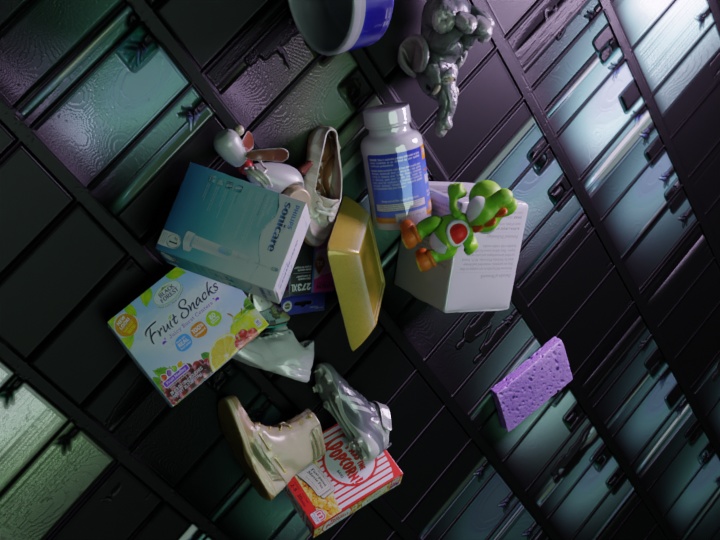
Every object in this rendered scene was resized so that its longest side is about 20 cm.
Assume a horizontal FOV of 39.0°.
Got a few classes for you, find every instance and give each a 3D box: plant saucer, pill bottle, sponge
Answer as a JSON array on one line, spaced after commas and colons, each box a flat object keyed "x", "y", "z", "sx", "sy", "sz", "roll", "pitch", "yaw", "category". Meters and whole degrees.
[{"x": 0.000, "y": 0.000, "z": 1.748, "sx": 0.047, "sy": 0.201, "sz": 0.203, "roll": -7, "pitch": 119, "yaw": 12, "category": "plant saucer"}, {"x": 0.059, "y": -0.181, "z": 1.760, "sx": 0.110, "sy": 0.111, "sz": 0.204, "roll": -18, "pitch": 109, "yaw": -28, "category": "pill bottle"}, {"x": 0.370, "y": 0.245, "z": 2.192, "sx": 0.199, "sy": 0.030, "sz": 0.113, "roll": -35, "pitch": 123, "yaw": -19, "category": "sponge"}]

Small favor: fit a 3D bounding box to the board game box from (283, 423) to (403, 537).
[{"x": -0.044, "y": 0.372, "z": 1.873, "sx": 0.198, "sy": 0.152, "sz": 0.047, "roll": -27, "pitch": 150, "yaw": -25, "category": "board game box"}]

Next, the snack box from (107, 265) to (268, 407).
[{"x": -0.274, "y": 0.087, "z": 1.615, "sx": 0.199, "sy": 0.068, "sz": 0.170, "roll": -39, "pitch": 91, "yaw": -18, "category": "snack box"}]

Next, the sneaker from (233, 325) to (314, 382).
[{"x": -0.158, "y": 0.129, "z": 1.765, "sx": 0.198, "sy": 0.074, "sz": 0.090, "roll": 24, "pitch": 81, "yaw": -44, "category": "sneaker"}]

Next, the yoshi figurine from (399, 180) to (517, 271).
[{"x": 0.169, "y": -0.086, "z": 1.711, "sx": 0.197, "sy": 0.114, "sz": 0.112, "roll": -27, "pitch": 156, "yaw": 15, "category": "yoshi figurine"}]

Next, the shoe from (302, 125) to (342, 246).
[{"x": -0.066, "y": -0.142, "z": 1.702, "sx": 0.069, "sy": 0.053, "sz": 0.205, "roll": 4, "pitch": 91, "yaw": -32, "category": "shoe"}]

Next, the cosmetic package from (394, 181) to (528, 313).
[{"x": 0.182, "y": -0.046, "z": 1.868, "sx": 0.162, "sy": 0.164, "sz": 0.204, "roll": -2, "pitch": 109, "yaw": -34, "category": "cosmetic package"}]

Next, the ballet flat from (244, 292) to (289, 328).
[{"x": -0.207, "y": 0.070, "z": 1.706, "sx": 0.197, "sy": 0.069, "sz": 0.073, "roll": -9, "pitch": 104, "yaw": -29, "category": "ballet flat"}]

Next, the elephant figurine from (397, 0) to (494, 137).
[{"x": 0.133, "y": -0.365, "z": 1.749, "sx": 0.139, "sy": 0.156, "sz": 0.202, "roll": 25, "pitch": 123, "yaw": -5, "category": "elephant figurine"}]

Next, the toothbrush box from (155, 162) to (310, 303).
[{"x": -0.192, "y": -0.057, "z": 1.563, "sx": 0.085, "sy": 0.196, "sz": 0.149, "roll": 80, "pitch": 29, "yaw": -75, "category": "toothbrush box"}]

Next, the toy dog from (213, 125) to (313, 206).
[{"x": -0.141, "y": -0.172, "z": 1.627, "sx": 0.097, "sy": 0.131, "sz": 0.200, "roll": -53, "pitch": 153, "yaw": -6, "category": "toy dog"}]

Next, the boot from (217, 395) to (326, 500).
[{"x": -0.154, "y": 0.281, "z": 1.805, "sx": 0.154, "sy": 0.072, "sz": 0.203, "roll": -33, "pitch": 102, "yaw": -30, "category": "boot"}]

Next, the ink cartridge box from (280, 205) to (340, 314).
[{"x": -0.089, "y": -0.017, "z": 1.774, "sx": 0.093, "sy": 0.037, "sz": 0.204, "roll": -7, "pitch": 112, "yaw": -33, "category": "ink cartridge box"}]

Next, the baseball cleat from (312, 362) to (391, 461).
[{"x": -0.011, "y": 0.248, "z": 1.878, "sx": 0.106, "sy": 0.069, "sz": 0.203, "roll": -28, "pitch": 93, "yaw": -37, "category": "baseball cleat"}]

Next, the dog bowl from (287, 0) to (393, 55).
[{"x": -0.035, "y": -0.437, "z": 1.551, "sx": 0.078, "sy": 0.199, "sz": 0.204, "roll": -19, "pitch": 117, "yaw": -30, "category": "dog bowl"}]
